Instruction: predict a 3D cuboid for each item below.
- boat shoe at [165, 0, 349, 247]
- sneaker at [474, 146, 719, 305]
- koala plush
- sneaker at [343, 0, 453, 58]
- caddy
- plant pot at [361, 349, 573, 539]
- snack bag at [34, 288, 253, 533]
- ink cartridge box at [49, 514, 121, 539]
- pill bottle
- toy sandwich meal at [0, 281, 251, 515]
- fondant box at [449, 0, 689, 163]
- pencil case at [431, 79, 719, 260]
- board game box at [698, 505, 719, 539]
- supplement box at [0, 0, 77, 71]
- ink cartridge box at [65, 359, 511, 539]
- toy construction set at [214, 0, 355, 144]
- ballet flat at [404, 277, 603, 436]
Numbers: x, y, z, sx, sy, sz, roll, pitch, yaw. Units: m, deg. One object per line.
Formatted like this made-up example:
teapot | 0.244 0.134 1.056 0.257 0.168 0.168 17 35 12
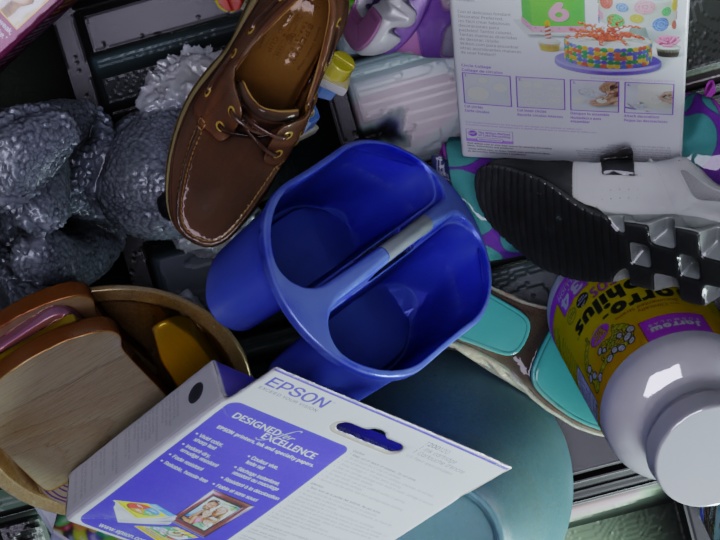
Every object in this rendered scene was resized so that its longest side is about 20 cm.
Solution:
boat shoe | -0.067 -0.102 1.371 0.072 0.068 0.200 24 105 -12
sneaker | 0.172 -0.039 1.411 0.200 0.089 0.074 19 136 25
koala plush | -0.160 -0.060 1.474 0.200 0.184 0.177 -19 113 -16
sneaker | 0.067 -0.223 1.460 0.088 0.080 0.200 18 110 -29
caddy | 0.000 0.000 1.384 0.105 0.200 0.141 -36 91 40
plant pot | 0.050 0.167 1.514 0.200 0.135 0.200 0 102 1
snack bag | -0.138 0.145 1.523 0.200 0.021 0.189 -41 69 14
ink cartridge box | -0.145 0.168 1.491 0.119 0.042 0.200 15 91 25
pill bottle | 0.192 0.065 1.405 0.104 0.200 0.104 -6 119 -10
toy sandwich meal | -0.159 0.091 1.386 0.205 0.070 0.205 -7 125 -9
fondant box | 0.131 -0.148 1.374 0.144 0.058 0.200 4 147 9
pencil case | 0.149 -0.064 1.488 0.200 0.085 0.092 -9 74 2
board game box | 0.295 0.125 1.467 0.097 0.200 0.160 4 103 -1
supplement box | -0.274 -0.188 1.459 0.200 0.103 0.131 -40 97 9
ink cartridge box | -0.045 0.123 1.364 0.198 0.043 0.200 26 132 -36
toy construction set | -0.086 -0.184 1.439 0.200 0.131 0.092 43 136 -18
ballet flat | 0.112 0.048 1.526 0.200 0.062 0.067 33 87 -15
